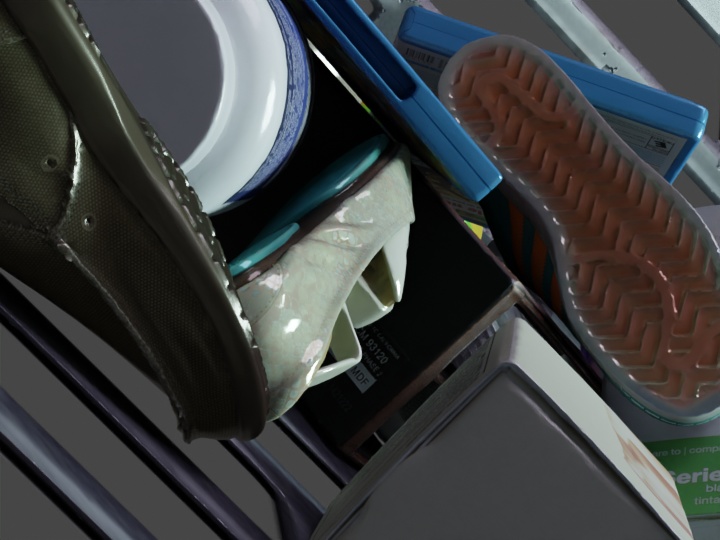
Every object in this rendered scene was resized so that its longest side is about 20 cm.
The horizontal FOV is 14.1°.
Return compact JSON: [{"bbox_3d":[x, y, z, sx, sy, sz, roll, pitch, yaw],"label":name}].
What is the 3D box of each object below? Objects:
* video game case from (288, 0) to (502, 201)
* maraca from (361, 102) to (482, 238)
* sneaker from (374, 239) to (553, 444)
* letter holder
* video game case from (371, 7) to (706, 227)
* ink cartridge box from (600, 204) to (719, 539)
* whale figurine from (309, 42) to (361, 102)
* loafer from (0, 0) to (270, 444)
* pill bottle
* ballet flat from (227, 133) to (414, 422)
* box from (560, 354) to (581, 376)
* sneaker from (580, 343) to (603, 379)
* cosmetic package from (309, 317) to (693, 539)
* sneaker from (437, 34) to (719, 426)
[{"bbox_3d":[-0.026,-0.118,1.194,0.200,0.018,0.143,49,-1,-18],"label":"video game case"},{"bbox_3d":[-0.005,-0.042,1.582,0.138,0.107,0.200,57,-23,-17],"label":"maraca"},{"bbox_3d":[0.035,0.049,1.388,0.075,0.082,0.200,62,22,-6],"label":"sneaker"},{"bbox_3d":[0.000,0.000,1.276,0.200,0.101,0.142,50,4,32],"label":"letter holder"},{"bbox_3d":[0.075,-0.059,1.388,0.142,0.018,0.200,19,-18,-1],"label":"video game case"},{"bbox_3d":[0.159,0.087,1.275,0.201,0.083,0.146,-79,156,-47],"label":"ink cartridge box"},{"bbox_3d":[-0.090,-0.099,1.469,0.199,0.104,0.159,14,-22,50],"label":"whale figurine"},{"bbox_3d":[-0.091,-0.024,0.889,0.201,0.067,0.076,62,2,-24],"label":"loafer"},{"bbox_3d":[-0.078,-0.071,1.084,0.111,0.111,0.200,46,4,0],"label":"pill bottle"},{"bbox_3d":[-0.018,0.006,1.120,0.063,0.067,0.200,56,28,-6],"label":"ballet flat"},{"bbox_3d":[0.081,0.108,1.123,0.042,0.039,0.200,52,17,-28],"label":"box"},{"bbox_3d":[0.154,0.036,1.438,0.088,0.201,0.080,35,26,23],"label":"sneaker"},{"bbox_3d":[0.044,0.084,0.938,0.087,0.103,0.200,45,6,1],"label":"cosmetic package"},{"bbox_3d":[0.103,-0.009,1.239,0.201,0.071,0.080,58,-4,28],"label":"sneaker"}]
